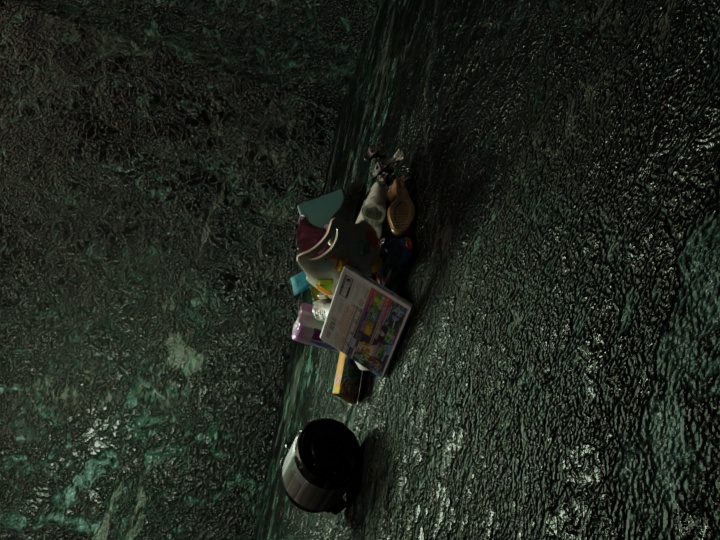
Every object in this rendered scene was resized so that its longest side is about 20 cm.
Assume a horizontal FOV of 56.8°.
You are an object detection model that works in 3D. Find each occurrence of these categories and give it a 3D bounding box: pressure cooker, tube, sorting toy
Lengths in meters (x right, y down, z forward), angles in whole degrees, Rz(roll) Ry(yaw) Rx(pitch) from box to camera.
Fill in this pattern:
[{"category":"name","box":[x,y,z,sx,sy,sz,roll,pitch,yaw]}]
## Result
[{"category":"pressure cooker","box":[-0.101,0.472,1.590,0.179,0.173,0.203,-89,18,-44]},{"category":"tube","box":[-0.108,0.002,1.895,0.051,0.195,0.078,63,-178,-35]},{"category":"sorting toy","box":[-0.055,-0.034,1.499,0.200,0.179,0.107,-45,51,6]}]

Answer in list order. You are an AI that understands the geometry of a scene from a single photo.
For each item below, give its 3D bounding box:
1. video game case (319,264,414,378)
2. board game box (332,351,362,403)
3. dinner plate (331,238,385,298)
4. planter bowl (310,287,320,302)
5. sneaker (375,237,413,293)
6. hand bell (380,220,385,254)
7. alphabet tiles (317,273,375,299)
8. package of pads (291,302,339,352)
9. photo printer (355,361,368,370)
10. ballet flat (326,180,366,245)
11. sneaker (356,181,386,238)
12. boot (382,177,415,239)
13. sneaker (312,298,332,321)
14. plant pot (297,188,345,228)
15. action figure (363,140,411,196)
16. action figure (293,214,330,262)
[{"category":"video game case","box":[0.011,0.115,1.486,0.023,0.179,0.204,-35,-29,-56]},{"category":"board game box","box":[-0.024,0.236,1.747,0.095,0.029,0.206,40,-128,-51]},{"category":"dinner plate","box":[0.000,0.000,1.664,0.201,0.024,0.200,-49,4,4]},{"category":"planter bowl","box":[-0.049,0.049,1.953,0.083,0.198,0.205,-30,39,38]},{"category":"sneaker","box":[0.061,0.004,1.601,0.076,0.076,0.205,-95,22,-64]},{"category":"hand bell","box":[0.055,-0.070,1.793,0.203,0.101,0.106,-108,32,-48]},{"category":"alphabet tiles","box":[-0.024,0.023,1.805,0.199,0.015,0.193,-37,18,-36]},{"category":"package of pads","box":[-0.091,0.167,1.876,0.121,0.194,0.078,118,166,-57]},{"category":"photo printer","box":[0.005,0.146,1.621,0.200,0.067,0.172,-142,44,-79]},{"category":"ballet flat","box":[-0.027,-0.133,1.615,0.058,0.065,0.203,73,-146,-49]},{"category":"sneaker","box":[0.033,-0.150,1.699,0.201,0.076,0.102,120,167,-61]},{"category":"boot","box":[0.093,-0.112,1.682,0.204,0.070,0.169,-88,4,-45]},{"category":"sneaker","box":[-0.085,0.112,1.743,0.200,0.078,0.078,-133,37,-79]},{"category":"plant pot","box":[-0.074,-0.083,1.821,0.143,0.137,0.204,70,-177,-53]},{"category":"action figure","box":[0.085,-0.258,1.766,0.199,0.100,0.122,34,-147,-62]},{"category":"action figure","box":[-0.068,-0.075,1.692,0.150,0.193,0.138,-83,-17,-67]}]
